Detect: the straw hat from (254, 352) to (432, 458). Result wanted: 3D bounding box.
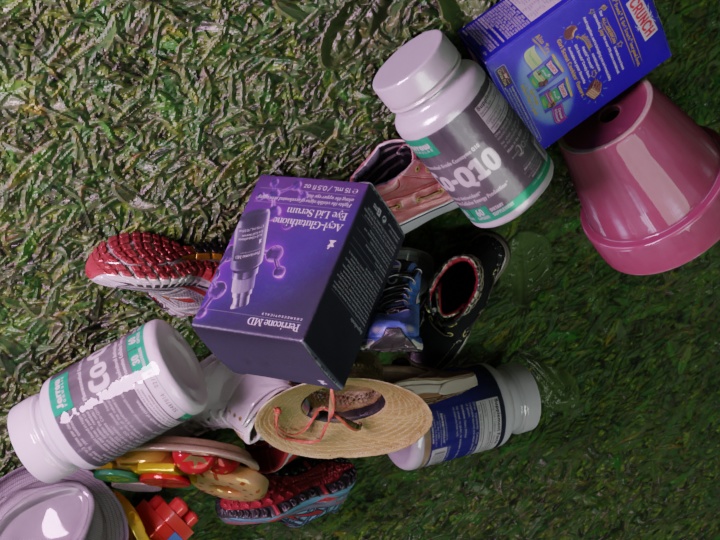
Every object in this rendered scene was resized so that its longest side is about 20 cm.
[{"bbox_3d":[-0.020,0.131,1.662,0.199,0.086,0.202,0,146,0],"label":"straw hat"}]

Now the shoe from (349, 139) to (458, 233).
[{"bbox_3d":[0.084,-0.116,1.682,0.199,0.072,0.091,-30,141,-1],"label":"shoe"}]

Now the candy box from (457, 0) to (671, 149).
[{"bbox_3d":[0.230,-0.251,1.650,0.199,0.077,0.169,-34,137,1],"label":"candy box"}]

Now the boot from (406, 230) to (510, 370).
[{"bbox_3d":[0.101,0.050,1.792,0.204,0.073,0.154,-59,170,17],"label":"boot"}]

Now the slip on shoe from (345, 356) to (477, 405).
[{"bbox_3d":[0.060,0.132,1.787,0.199,0.061,0.076,-8,166,-38],"label":"slip on shoe"}]

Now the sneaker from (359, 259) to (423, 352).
[{"bbox_3d":[0.030,0.036,1.642,0.078,0.200,0.090,0,104,-2],"label":"sneaker"}]

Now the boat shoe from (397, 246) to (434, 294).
[{"bbox_3d":[-0.001,0.002,1.751,0.201,0.065,0.075,-8,119,-34],"label":"boat shoe"}]

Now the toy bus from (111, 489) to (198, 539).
[{"bbox_3d":[-0.297,0.339,1.820,0.192,0.136,0.200,-46,136,-7],"label":"toy bus"}]

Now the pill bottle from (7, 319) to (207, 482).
[{"bbox_3d":[-0.277,0.147,1.630,0.199,0.114,0.113,-29,139,11],"label":"pill bottle"}]

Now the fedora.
[{"bbox_3d":[-0.356,0.297,1.679,0.199,0.177,0.090,-35,170,-25],"label":"fedora"}]

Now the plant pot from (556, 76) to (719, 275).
[{"bbox_3d":[0.328,-0.126,1.760,0.200,0.200,0.179,-39,123,5],"label":"plant pot"}]

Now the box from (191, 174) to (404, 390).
[{"bbox_3d":[-0.063,0.010,1.580,0.104,0.147,0.201,54,50,-48],"label":"box"}]

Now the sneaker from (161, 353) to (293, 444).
[{"bbox_3d":[-0.169,0.169,1.747,0.200,0.116,0.074,-40,140,9],"label":"sneaker"}]

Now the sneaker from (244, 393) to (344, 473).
[{"bbox_3d":[-0.056,0.199,1.832,0.115,0.079,0.200,-2,164,-34],"label":"sneaker"}]

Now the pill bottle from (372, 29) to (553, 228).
[{"bbox_3d":[0.109,-0.152,1.594,0.113,0.113,0.200,-40,113,5],"label":"pill bottle"}]

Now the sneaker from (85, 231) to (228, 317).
[{"bbox_3d":[-0.207,0.016,1.610,0.199,0.078,0.082,10,124,-38],"label":"sneaker"}]

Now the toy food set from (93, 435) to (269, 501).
[{"bbox_3d":[-0.217,0.235,1.759,0.196,0.049,0.200,-1,162,14],"label":"toy food set"}]

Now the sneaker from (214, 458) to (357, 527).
[{"bbox_3d":[-0.098,0.310,1.950,0.199,0.079,0.096,-9,134,-26],"label":"sneaker"}]

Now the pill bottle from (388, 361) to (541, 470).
[{"bbox_3d":[0.131,0.186,1.957,0.199,0.116,0.116,-11,133,-25],"label":"pill bottle"}]

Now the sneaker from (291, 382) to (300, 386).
[{"bbox_3d":[-0.033,0.096,1.772,0.112,0.072,0.200,-7,158,-29],"label":"sneaker"}]
